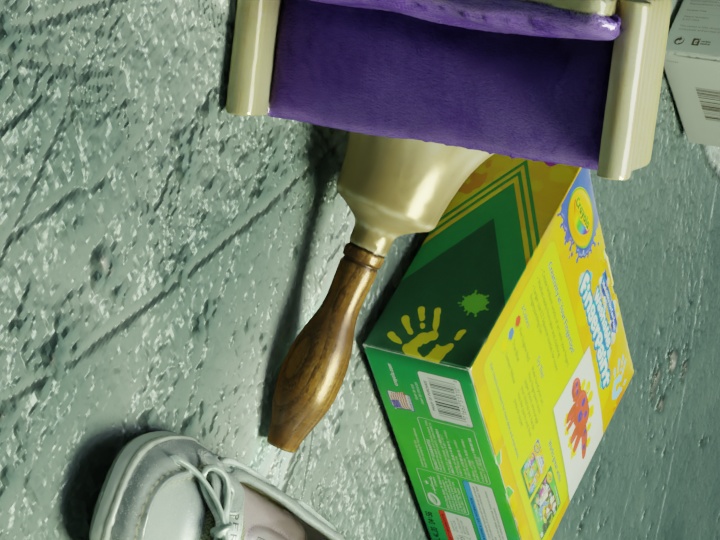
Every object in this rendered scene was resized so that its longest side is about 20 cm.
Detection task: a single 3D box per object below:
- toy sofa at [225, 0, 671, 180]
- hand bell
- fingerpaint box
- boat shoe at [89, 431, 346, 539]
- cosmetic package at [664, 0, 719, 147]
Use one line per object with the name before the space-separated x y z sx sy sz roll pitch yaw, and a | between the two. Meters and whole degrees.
toy sofa | 0.036 -0.097 1.035 0.098 0.200 0.083 -20 119 -66
hand bell | 0.000 0.000 1.154 0.104 0.104 0.200 15 99 -63
fingerpaint box | 0.086 0.052 1.330 0.167 0.073 0.200 -59 148 -31
boat shoe | -0.062 0.127 1.083 0.202 0.065 0.075 39 66 -60
cosmetic package | 0.294 -0.195 1.622 0.200 0.085 0.108 -63 147 -25
